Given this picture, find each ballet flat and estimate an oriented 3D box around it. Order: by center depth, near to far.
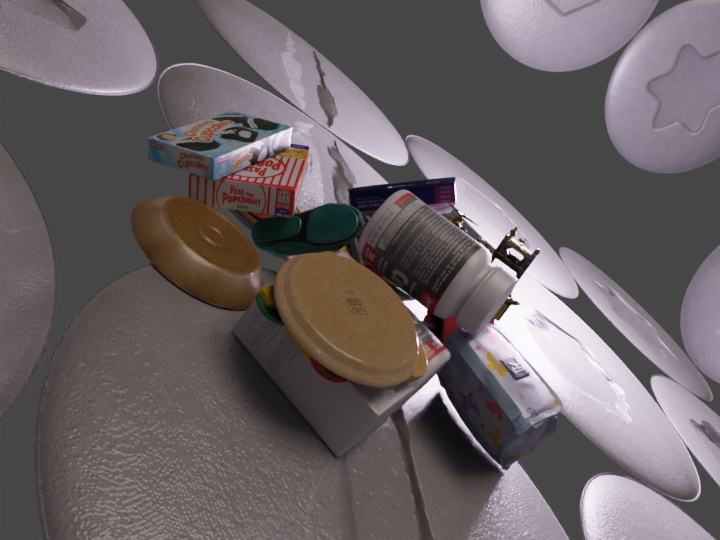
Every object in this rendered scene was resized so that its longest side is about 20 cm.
[{"bbox_3d":[-0.065,-0.054,1.034,0.070,0.199,0.068,33,60,-50],"label":"ballet flat"}]

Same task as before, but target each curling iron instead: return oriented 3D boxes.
[{"bbox_3d":[0.000,0.000,1.112,0.050,0.025,0.202,63,16,-72],"label":"curling iron"}]

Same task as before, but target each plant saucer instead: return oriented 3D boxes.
[{"bbox_3d":[-0.200,-0.035,0.933,0.200,0.035,0.201,36,21,-17],"label":"plant saucer"}]

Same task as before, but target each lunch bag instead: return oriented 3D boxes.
[{"bbox_3d":[0.195,0.175,1.023,0.170,0.127,0.200,52,-2,28],"label":"lunch bag"}]

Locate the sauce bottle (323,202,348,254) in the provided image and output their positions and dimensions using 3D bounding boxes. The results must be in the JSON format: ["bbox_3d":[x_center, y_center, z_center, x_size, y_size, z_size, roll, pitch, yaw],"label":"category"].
[{"bbox_3d":[-0.051,-0.045,1.161,0.066,0.066,0.201,32,27,-23],"label":"sauce bottle"}]

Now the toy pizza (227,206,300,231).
[{"bbox_3d":[-0.152,-0.111,1.172,0.200,0.032,0.201,36,22,-17],"label":"toy pizza"}]

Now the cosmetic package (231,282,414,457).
[{"bbox_3d":[-0.044,0.108,0.860,0.200,0.085,0.107,46,25,13],"label":"cosmetic package"}]

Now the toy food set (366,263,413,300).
[{"bbox_3d":[0.040,-0.021,1.293,0.197,0.049,0.200,9,39,-55],"label":"toy food set"}]

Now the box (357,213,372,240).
[{"bbox_3d":[0.095,-0.010,1.160,0.200,0.049,0.161,43,17,32],"label":"box"}]

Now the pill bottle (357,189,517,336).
[{"bbox_3d":[0.104,-0.009,0.974,0.200,0.114,0.114,38,19,15],"label":"pill bottle"}]

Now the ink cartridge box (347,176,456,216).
[{"bbox_3d":[0.079,-0.128,1.342,0.200,0.194,0.044,30,54,-85],"label":"ink cartridge box"}]

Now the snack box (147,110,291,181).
[{"bbox_3d":[-0.201,-0.188,1.055,0.115,0.037,0.200,18,30,20],"label":"snack box"}]

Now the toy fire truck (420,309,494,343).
[{"bbox_3d":[0.135,0.092,1.151,0.140,0.049,0.200,6,-6,-24],"label":"toy fire truck"}]

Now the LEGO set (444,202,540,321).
[{"bbox_3d":[0.181,-0.029,1.083,0.200,0.116,0.153,40,18,19],"label":"LEGO set"}]

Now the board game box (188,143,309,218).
[{"bbox_3d":[-0.161,-0.147,1.081,0.150,0.047,0.200,8,28,-3],"label":"board game box"}]

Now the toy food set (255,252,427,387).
[{"bbox_3d":[-0.016,0.055,0.823,0.199,0.049,0.198,-12,57,-51],"label":"toy food set"}]

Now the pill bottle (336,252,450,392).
[{"bbox_3d":[0.014,0.079,0.959,0.200,0.114,0.114,47,21,12],"label":"pill bottle"}]
